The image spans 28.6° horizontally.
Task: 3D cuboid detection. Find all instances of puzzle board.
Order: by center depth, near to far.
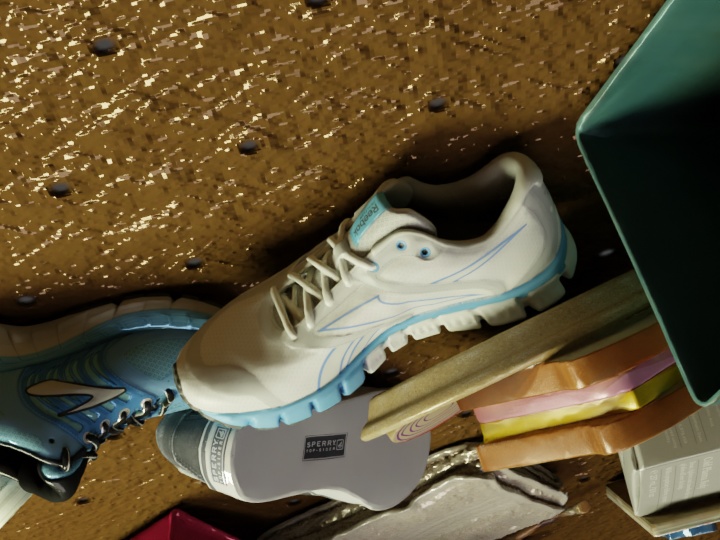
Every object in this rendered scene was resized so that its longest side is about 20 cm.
[{"bbox_3d":[0.253,0.147,0.954,0.150,0.018,0.200,-13,178,1],"label":"puzzle board"}]

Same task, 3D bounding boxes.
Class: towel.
[{"bbox_3d":[0.038,0.179,0.999,0.199,0.035,0.132,-28,146,25],"label":"towel"}]

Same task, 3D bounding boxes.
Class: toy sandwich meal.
[{"bbox_3d":[0.096,0.059,0.712,0.204,0.071,0.205,-26,175,-3],"label":"toy sandwich meal"}]

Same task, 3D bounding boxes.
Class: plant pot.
[{"bbox_3d":[0.226,-0.050,0.586,0.199,0.142,0.142,-6,151,-26],"label":"plant pot"}]

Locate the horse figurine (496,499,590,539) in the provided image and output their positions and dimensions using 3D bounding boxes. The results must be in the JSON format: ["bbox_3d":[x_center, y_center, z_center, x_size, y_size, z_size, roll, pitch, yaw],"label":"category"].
[{"bbox_3d":[0.088,0.229,1.040,0.200,0.050,0.132,-27,176,-45],"label":"horse figurine"}]

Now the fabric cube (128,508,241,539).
[{"bbox_3d":[-0.119,0.315,0.962,0.200,0.197,0.199,33,129,-29],"label":"fabric cube"}]

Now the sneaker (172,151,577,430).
[{"bbox_3d":[0.000,0.000,0.648,0.199,0.075,0.087,-26,141,-3],"label":"sneaker"}]

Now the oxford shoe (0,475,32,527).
[{"bbox_3d":[-0.237,0.133,0.796,0.058,0.075,0.200,44,139,-8],"label":"oxford shoe"}]

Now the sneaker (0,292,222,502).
[{"bbox_3d":[-0.137,0.072,0.689,0.199,0.090,0.079,-8,150,-15],"label":"sneaker"}]

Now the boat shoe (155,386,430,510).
[{"bbox_3d":[-0.034,0.098,0.805,0.067,0.072,0.200,9,-177,36],"label":"boat shoe"}]

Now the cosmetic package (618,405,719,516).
[{"bbox_3d":[0.252,0.076,0.854,0.199,0.091,0.107,-12,153,6],"label":"cosmetic package"}]
